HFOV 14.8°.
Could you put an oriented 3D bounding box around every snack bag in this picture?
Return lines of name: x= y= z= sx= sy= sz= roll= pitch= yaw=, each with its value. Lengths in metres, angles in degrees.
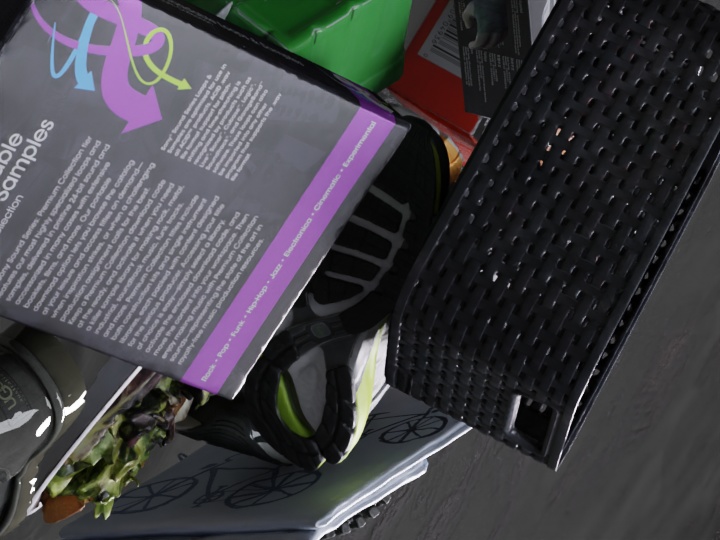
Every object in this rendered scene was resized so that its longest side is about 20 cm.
snack bag: x=-0.033 y=0.103 z=1.454 sx=0.200 sy=0.188 sz=0.021 roll=-29 pitch=106 yaw=-48

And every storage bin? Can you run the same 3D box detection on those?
storage bin: x=0.097 y=-0.027 z=1.262 sx=0.200 sy=0.094 sz=0.135 roll=-60 pitch=171 yaw=-18

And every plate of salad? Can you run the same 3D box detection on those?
plate of salad: x=-0.088 y=0.048 z=1.333 sx=0.200 sy=0.048 sz=0.200 roll=-49 pitch=178 yaw=-3

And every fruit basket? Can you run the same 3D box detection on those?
fruit basket: x=-0.065 y=-0.070 z=1.244 sx=0.185 sy=0.094 sz=0.200 roll=-38 pitch=169 yaw=-46

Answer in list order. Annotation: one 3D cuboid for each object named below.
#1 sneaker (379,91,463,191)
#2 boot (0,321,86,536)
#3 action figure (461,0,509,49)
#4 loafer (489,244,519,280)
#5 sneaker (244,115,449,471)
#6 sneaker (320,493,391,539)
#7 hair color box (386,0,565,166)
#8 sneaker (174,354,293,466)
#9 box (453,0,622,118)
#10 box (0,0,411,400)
sneaker: x=0.024 y=-0.029 z=1.538 sx=0.077 sy=0.078 sz=0.200 roll=-55 pitch=152 yaw=-8
boot: x=-0.216 y=0.108 z=1.120 sx=0.200 sy=0.073 sz=0.182 roll=-39 pitch=169 yaw=-36
action figure: x=0.091 y=-0.189 z=1.226 sx=0.149 sy=0.134 sz=0.200 roll=-17 pitch=-163 yaw=48
loafer: x=0.081 y=-0.024 z=1.508 sx=0.200 sy=0.063 sz=0.072 roll=-17 pitch=165 yaw=-42
sneaker: x=0.000 y=0.000 z=1.303 sx=0.081 sy=0.074 sz=0.200 roll=-49 pitch=166 yaw=-47
sneaker: x=-0.074 y=0.146 z=1.553 sx=0.200 sy=0.085 sz=0.078 roll=-30 pitch=108 yaw=-28
hair color box: x=0.085 y=-0.109 z=1.578 sx=0.102 sy=0.061 sz=0.200 roll=-59 pitch=163 yaw=-1
sneaker: x=-0.049 y=0.040 z=1.451 sx=0.200 sy=0.074 sz=0.085 roll=-59 pitch=166 yaw=-75
box: x=0.104 y=-0.196 z=1.406 sx=0.158 sy=0.050 sz=0.201 roll=-42 pitch=136 yaw=-42
box: x=-0.090 y=-0.038 z=1.111 sx=0.200 sy=0.036 sz=0.143 roll=23 pitch=106 yaw=-44
